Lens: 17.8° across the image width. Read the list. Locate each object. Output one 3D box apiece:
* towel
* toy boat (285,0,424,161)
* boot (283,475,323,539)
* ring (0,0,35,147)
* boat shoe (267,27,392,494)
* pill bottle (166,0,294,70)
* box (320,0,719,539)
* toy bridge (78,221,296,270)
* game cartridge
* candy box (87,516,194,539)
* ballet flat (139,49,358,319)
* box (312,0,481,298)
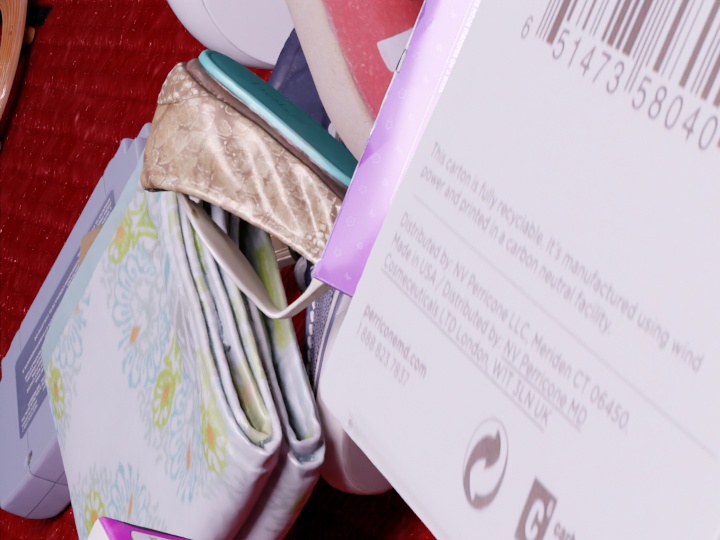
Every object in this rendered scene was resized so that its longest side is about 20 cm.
[{"bbox_3d":[-0.078,0.055,0.926,0.200,0.048,0.172,121,144,-47],"label":"towel"},{"bbox_3d":[0.049,-0.120,0.793,0.130,0.130,0.201,-11,106,38],"label":"toy boat"},{"bbox_3d":[-0.071,0.095,1.023,0.200,0.069,0.133,-163,86,-70],"label":"boot"},{"bbox_3d":[-0.278,-0.128,1.673,0.200,0.019,0.202,-47,34,45],"label":"ring"},{"bbox_3d":[-0.004,-0.012,0.908,0.092,0.075,0.202,4,69,37],"label":"boat shoe"},{"bbox_3d":[-0.042,-0.156,1.044,0.200,0.111,0.113,-119,51,-69],"label":"pill bottle"},{"bbox_3d":[0.124,0.002,0.538,0.201,0.170,0.199,-67,25,11],"label":"box"},{"bbox_3d":[-0.033,-0.036,1.021,0.199,0.067,0.027,-31,42,28],"label":"toy bridge"},{"bbox_3d":[-0.146,0.034,1.258,0.201,0.041,0.134,-57,32,30],"label":"game cartridge"},{"bbox_3d":[0.024,0.140,0.620,0.061,0.199,0.136,-67,26,11],"label":"candy box"},{"bbox_3d":[0.000,0.000,0.825,0.200,0.070,0.066,38,104,20],"label":"ballet flat"},{"bbox_3d":[0.068,-0.051,0.697,0.039,0.200,0.138,27,100,23],"label":"box"}]
